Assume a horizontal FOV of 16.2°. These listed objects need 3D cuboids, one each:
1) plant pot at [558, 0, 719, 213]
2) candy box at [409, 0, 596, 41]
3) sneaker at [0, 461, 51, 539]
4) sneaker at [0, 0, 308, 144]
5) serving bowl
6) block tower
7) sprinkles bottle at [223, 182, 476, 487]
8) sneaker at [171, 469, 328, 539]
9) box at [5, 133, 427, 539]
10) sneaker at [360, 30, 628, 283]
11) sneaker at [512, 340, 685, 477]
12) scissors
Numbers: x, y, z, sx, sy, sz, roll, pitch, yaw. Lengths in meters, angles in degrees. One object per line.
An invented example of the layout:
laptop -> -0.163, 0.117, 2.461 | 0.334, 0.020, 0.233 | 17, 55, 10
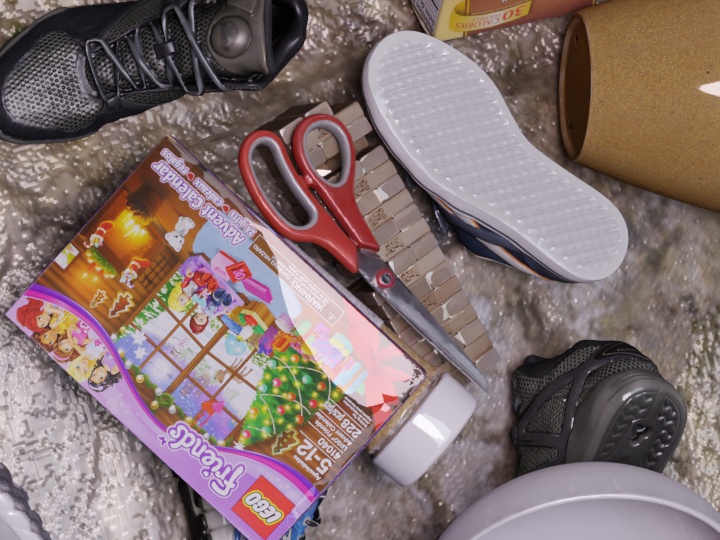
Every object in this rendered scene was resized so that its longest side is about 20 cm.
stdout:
plant pot -> 0.228, -0.109, 1.554 | 0.199, 0.186, 0.188 | 0, 89, -9
candy box -> 0.102, -0.229, 1.485 | 0.116, 0.200, 0.057 | -14, 58, -21
sneaker -> -0.258, 0.118, 1.407 | 0.200, 0.075, 0.082 | 38, 91, -11
sneaker -> -0.118, -0.125, 1.435 | 0.198, 0.114, 0.077 | -16, 93, -20
serving bowl -> 0.124, 0.181, 1.462 | 0.199, 0.066, 0.201 | -4, 129, -5
block tower -> 0.012, -0.010, 1.516 | 0.054, 0.058, 0.201 | -34, 103, -18
sprinkles bottle -> -0.026, 0.037, 1.468 | 0.200, 0.068, 0.068 | 41, 75, -1
sneaker -> -0.052, 0.153, 1.476 | 0.089, 0.078, 0.201 | -12, 94, -19
box -> -0.080, 0.041, 1.414 | 0.200, 0.039, 0.137 | 42, 90, 0
sneaker -> 0.068, -0.061, 1.527 | 0.200, 0.079, 0.079 | 43, 72, -14
sneaker -> 0.121, 0.128, 1.548 | 0.076, 0.114, 0.200 | 18, 111, -22
scissors -> 0.000, 0.000, 1.464 | 0.073, 0.014, 0.201 | -31, 93, -25
